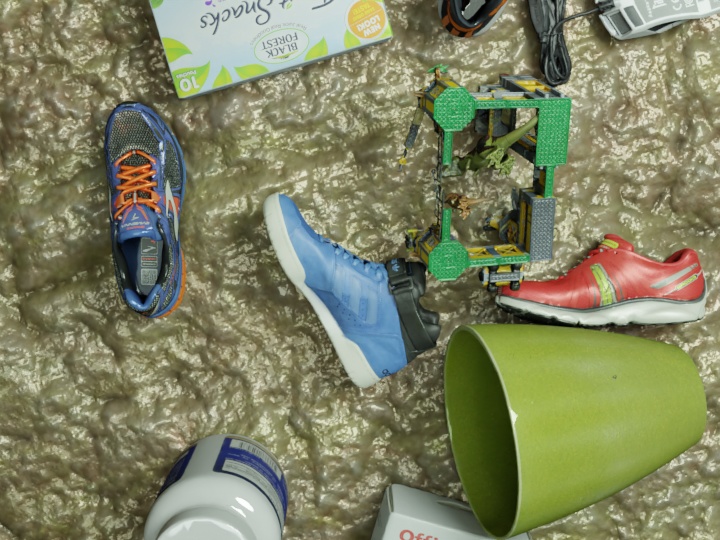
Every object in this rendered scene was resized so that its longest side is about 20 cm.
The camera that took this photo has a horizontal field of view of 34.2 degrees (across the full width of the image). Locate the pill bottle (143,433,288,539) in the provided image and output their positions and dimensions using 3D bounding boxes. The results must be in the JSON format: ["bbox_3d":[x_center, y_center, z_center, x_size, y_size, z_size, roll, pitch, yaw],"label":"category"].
[{"bbox_3d":[-0.127,0.227,1.031,0.119,0.200,0.121,0,98,0],"label":"pill bottle"}]

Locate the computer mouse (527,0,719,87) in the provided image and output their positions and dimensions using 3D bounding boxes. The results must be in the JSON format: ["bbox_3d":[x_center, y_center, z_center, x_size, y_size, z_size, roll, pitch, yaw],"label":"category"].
[{"bbox_3d":[0.250,-0.243,1.052,0.198,0.044,0.111,-14,93,7],"label":"computer mouse"}]

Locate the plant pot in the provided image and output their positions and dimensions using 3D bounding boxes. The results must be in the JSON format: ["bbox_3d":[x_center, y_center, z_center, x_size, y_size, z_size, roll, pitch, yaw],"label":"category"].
[{"bbox_3d":[0.197,0.126,1.045,0.198,0.187,0.189,-9,98,-13],"label":"plant pot"}]

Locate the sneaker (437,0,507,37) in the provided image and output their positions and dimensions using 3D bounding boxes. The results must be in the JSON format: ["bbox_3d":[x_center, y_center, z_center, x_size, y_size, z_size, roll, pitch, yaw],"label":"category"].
[{"bbox_3d":[0.134,-0.293,1.007,0.077,0.112,0.201,23,97,-4],"label":"sneaker"}]

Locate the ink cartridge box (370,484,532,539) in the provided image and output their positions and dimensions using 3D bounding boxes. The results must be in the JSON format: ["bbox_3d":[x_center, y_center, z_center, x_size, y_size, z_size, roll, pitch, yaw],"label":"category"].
[{"bbox_3d":[0.067,0.322,1.103,0.145,0.083,0.202,15,96,-3],"label":"ink cartridge box"}]

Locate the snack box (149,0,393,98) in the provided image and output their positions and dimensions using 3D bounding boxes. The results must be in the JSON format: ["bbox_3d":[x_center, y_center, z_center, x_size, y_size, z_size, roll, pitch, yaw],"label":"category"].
[{"bbox_3d":[-0.084,-0.248,1.042,0.198,0.053,0.143,-16,99,2],"label":"snack box"}]

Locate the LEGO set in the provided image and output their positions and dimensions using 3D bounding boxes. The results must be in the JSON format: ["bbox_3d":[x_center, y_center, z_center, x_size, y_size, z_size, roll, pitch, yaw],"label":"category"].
[{"bbox_3d":[0.103,-0.092,1.032,0.152,0.116,0.202,-12,113,-10],"label":"LEGO set"}]

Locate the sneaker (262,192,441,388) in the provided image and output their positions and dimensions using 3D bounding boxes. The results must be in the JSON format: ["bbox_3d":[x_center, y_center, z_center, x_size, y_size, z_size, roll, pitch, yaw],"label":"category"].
[{"bbox_3d":[0.000,0.000,1.062,0.111,0.077,0.201,-28,101,9],"label":"sneaker"}]

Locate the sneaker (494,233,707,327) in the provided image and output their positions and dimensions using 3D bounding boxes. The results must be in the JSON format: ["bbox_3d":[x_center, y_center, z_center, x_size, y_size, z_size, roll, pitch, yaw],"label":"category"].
[{"bbox_3d":[0.219,0.009,1.077,0.198,0.077,0.086,-1,87,-7],"label":"sneaker"}]

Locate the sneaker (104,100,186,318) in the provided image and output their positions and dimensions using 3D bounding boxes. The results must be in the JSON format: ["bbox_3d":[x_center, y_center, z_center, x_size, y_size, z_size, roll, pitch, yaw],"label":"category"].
[{"bbox_3d":[-0.193,-0.052,1.055,0.075,0.078,0.202,-8,98,0],"label":"sneaker"}]
